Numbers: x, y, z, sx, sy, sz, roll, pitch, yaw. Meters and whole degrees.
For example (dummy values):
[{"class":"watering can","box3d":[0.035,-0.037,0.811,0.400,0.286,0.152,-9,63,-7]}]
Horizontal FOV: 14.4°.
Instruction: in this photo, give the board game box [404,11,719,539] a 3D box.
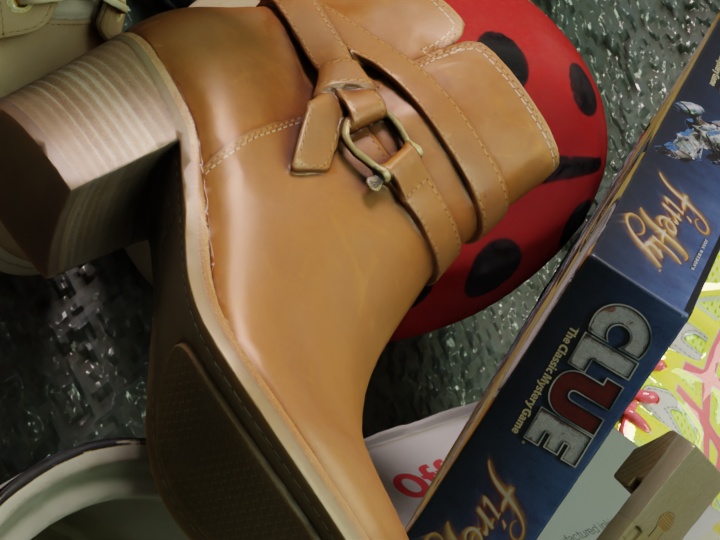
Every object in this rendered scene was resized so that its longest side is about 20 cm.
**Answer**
[{"class":"board game box","box3d":[0.077,0.011,0.897,0.034,0.136,0.200,32,32,2]}]

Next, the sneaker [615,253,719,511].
[{"class":"sneaker","box3d":[0.106,0.053,1.072,0.090,0.078,0.202,14,71,-46]}]

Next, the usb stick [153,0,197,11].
[{"class":"usb stick","box3d":[-0.017,-0.075,0.989,0.200,0.032,0.056,43,60,-36]}]

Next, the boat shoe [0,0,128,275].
[{"class":"boat shoe","box3d":[-0.102,-0.101,0.862,0.073,0.069,0.202,-7,87,-51]}]

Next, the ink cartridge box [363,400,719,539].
[{"class":"ink cartridge box","box3d":[0.083,0.136,0.931,0.145,0.200,0.084,-12,135,-51]}]

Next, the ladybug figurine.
[{"class":"ladybug figurine","box3d":[0.011,-0.038,0.948,0.199,0.072,0.137,-10,106,-36]}]

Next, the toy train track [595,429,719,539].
[{"class":"toy train track","box3d":[0.031,0.127,0.826,0.200,0.032,0.115,-51,133,-4]}]

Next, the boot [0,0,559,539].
[{"class":"boot","box3d":[0.000,0.000,0.824,0.154,0.074,0.201,-24,74,-32]}]

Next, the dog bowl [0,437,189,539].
[{"class":"dog bowl","box3d":[-0.081,0.151,0.825,0.199,0.073,0.202,14,71,-48]}]
